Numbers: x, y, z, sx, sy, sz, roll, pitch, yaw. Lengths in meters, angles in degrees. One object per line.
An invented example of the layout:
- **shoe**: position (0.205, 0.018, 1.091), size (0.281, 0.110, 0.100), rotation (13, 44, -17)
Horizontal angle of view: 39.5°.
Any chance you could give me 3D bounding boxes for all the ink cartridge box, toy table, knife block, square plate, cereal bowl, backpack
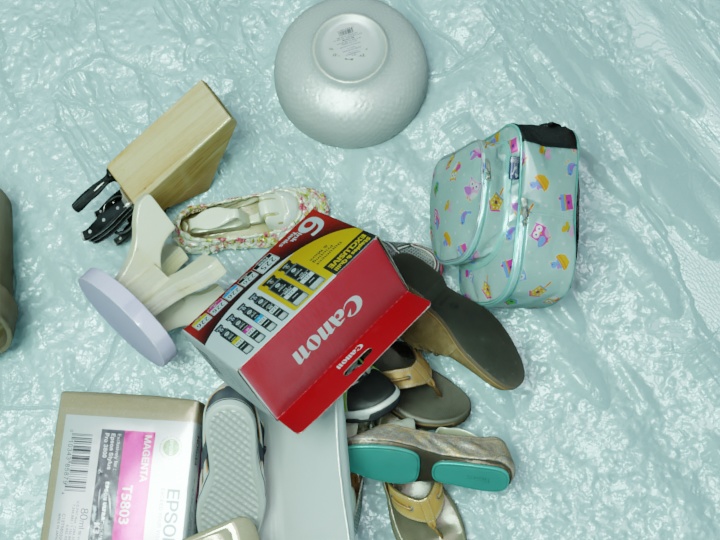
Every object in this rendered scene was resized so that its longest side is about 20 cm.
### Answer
- **ink cartridge box**: position (-0.055, 0.047, 1.039), size (0.200, 0.084, 0.175), rotation (-44, 35, -16)
- **ink cartridge box**: position (-0.262, 0.243, 1.127), size (0.163, 0.075, 0.202), rotation (2, 74, 3)
- **toy table**: position (-0.230, 0.020, 1.137), size (0.117, 0.185, 0.199), rotation (-42, 36, -18)
- **knife block**: position (-0.250, -0.115, 1.177), size (0.175, 0.200, 0.064), rotation (-30, 75, -38)
- **square plate**: position (-0.062, 0.217, 1.088), size (0.028, 0.198, 0.202), rotation (4, 72, -32)
- **cereal bowl**: position (-0.013, -0.259, 1.256), size (0.198, 0.083, 0.202), rotation (0, 76, 1)
- **backpack**: position (0.166, -0.054, 1.145), size (0.152, 0.176, 0.202), rotation (-4, 85, -21)

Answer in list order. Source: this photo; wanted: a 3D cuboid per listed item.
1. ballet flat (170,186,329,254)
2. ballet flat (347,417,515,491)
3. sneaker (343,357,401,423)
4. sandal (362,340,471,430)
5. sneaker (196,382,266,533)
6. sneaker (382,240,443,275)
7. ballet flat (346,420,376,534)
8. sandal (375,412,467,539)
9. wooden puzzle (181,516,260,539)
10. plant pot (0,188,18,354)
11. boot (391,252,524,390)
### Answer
- **ballet flat**: position (-0.134, -0.061, 1.213), size (0.198, 0.064, 0.076), rotation (-15, 76, -4)
- **ballet flat**: position (0.071, 0.199, 1.104), size (0.198, 0.069, 0.068), rotation (11, 39, -1)
- **sneaker**: position (-0.043, 0.099, 1.120), size (0.199, 0.083, 0.072), rotation (23, 45, 35)
- **sandal**: position (0.043, 0.108, 1.159), size (0.200, 0.055, 0.082), rotation (42, 54, 15)
- **sneaker**: position (-0.142, 0.219, 1.119), size (0.078, 0.080, 0.202), rotation (4, 112, -6)
- **sneaker**: position (0.000, 0.000, 1.189), size (0.198, 0.075, 0.081), rotation (-2, 74, -1)
- **ballet flat**: position (-0.026, 0.226, 1.132), size (0.071, 0.072, 0.202), rotation (10, 75, 4)
- **sandal**: position (0.064, 0.242, 1.132), size (0.080, 0.054, 0.202), rotation (-14, 74, -5)
- **wooden puzzle**: position (-0.177, 0.372, 1.025), size (0.198, 0.046, 0.187), rotation (-21, 72, -6)
- **plant pot**: position (-0.482, -0.014, 1.157), size (0.198, 0.201, 0.175), rotation (3, 58, 2)
- **boot**: position (0.099, 0.071, 1.133), size (0.200, 0.076, 0.073), rotation (43, 41, 17)
